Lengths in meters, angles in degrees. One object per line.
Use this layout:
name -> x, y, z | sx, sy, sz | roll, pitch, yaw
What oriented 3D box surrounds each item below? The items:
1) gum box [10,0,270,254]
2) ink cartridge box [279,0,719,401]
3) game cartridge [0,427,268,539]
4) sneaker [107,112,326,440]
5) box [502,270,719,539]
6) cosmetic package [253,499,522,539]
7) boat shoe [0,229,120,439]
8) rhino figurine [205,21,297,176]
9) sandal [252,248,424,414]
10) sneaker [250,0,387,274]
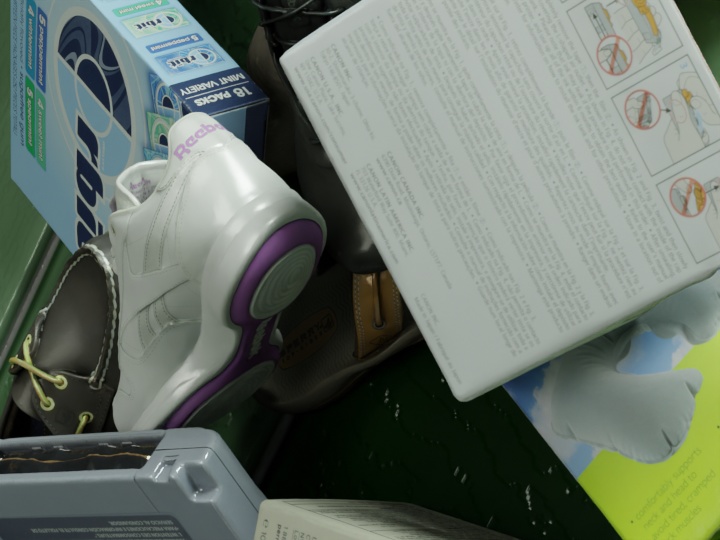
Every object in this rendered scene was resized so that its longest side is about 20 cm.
gum box -> -0.117, -0.065, 1.211 | 0.200, 0.044, 0.171 | 47, 143, 38
ink cartridge box -> 0.083, -0.059, 0.934 | 0.199, 0.057, 0.163 | -29, 88, 30
game cartridge -> -0.109, 0.137, 1.163 | 0.199, 0.133, 0.042 | -6, 42, 41
sneaker -> -0.079, 0.006, 1.113 | 0.100, 0.075, 0.200 | 49, 140, 17
box -> 0.112, 0.015, 0.993 | 0.200, 0.047, 0.122 | 52, 119, 25
cosmetic package -> 0.049, 0.161, 1.014 | 0.199, 0.103, 0.088 | 12, 93, 47
boat shoe -> -0.149, 0.065, 1.215 | 0.072, 0.060, 0.202 | 49, 137, 35
rhino figurine -> -0.014, -0.134, 1.160 | 0.088, 0.060, 0.201 | 48, 113, 33
sandal -> 0.000, 0.000, 1.125 | 0.200, 0.054, 0.082 | -38, 58, 35
sneaker -> -0.013, -0.098, 1.067 | 0.075, 0.091, 0.202 | -12, 79, 26
